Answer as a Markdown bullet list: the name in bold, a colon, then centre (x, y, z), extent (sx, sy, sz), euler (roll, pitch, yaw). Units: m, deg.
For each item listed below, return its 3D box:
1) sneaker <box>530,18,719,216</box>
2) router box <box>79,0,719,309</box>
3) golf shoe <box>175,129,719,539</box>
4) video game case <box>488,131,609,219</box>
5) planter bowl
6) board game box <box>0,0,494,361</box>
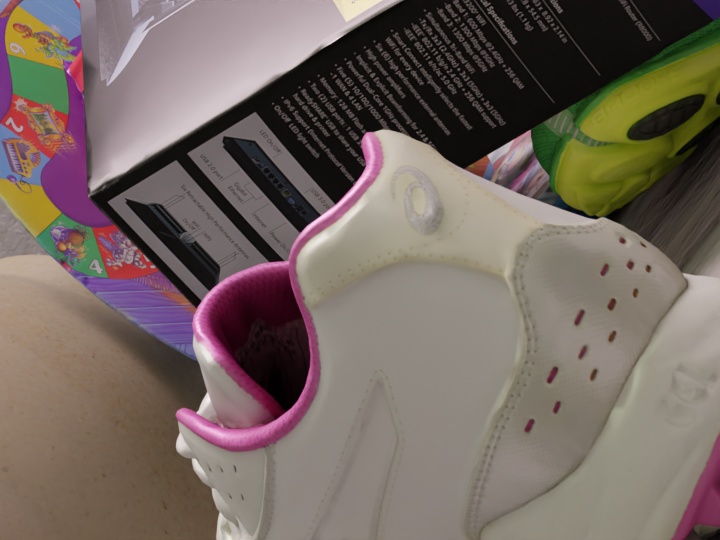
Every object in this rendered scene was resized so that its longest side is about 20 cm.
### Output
- **sneaker**: centre (0.073, -0.084, 0.691), extent (0.074, 0.083, 0.200), euler (-51, 6, 36)
- **router box**: centre (0.003, -0.102, 0.664), extent (0.157, 0.052, 0.200), euler (-30, 37, 17)
- **golf shoe**: centre (0.003, 0.038, 0.479), extent (0.075, 0.091, 0.200), euler (-59, 5, -36)
- **video game case**: centre (0.030, 0.010, 0.784), extent (0.200, 0.018, 0.143), euler (-56, 9, -21)
- **planter bowl**: centre (-0.107, 0.080, 0.717), extent (0.135, 0.200, 0.200), euler (-48, -1, -44)
- **board game box**: centre (-0.028, -0.053, 0.751), extent (0.039, 0.158, 0.200), euler (-51, 8, 35)
